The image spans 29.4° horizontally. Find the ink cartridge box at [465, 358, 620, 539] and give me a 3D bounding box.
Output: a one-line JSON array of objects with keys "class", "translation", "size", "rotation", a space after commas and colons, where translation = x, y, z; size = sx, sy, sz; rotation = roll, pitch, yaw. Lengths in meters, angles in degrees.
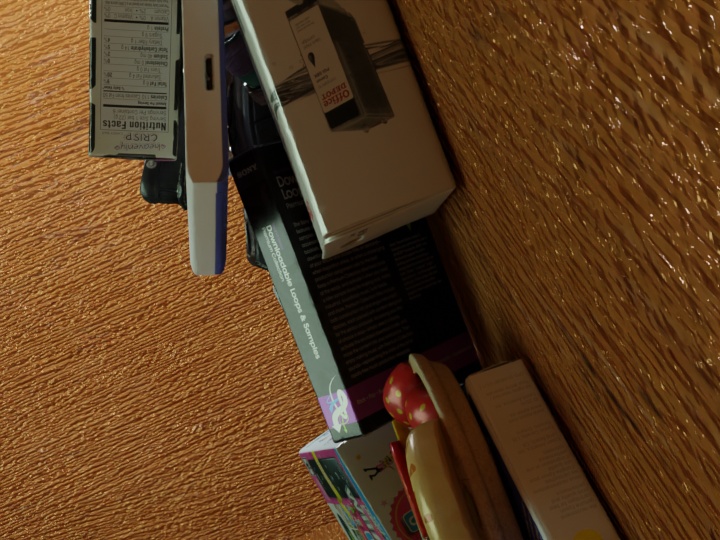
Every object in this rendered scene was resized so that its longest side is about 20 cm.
[{"class": "ink cartridge box", "translation": [0.122, 0.183, 0.757], "size": [0.200, 0.047, 0.198], "rotation": [-116, 7, -46]}]

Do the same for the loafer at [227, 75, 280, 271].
[{"class": "loafer", "translation": [-0.082, -0.092, 1.099], "size": [0.072, 0.063, 0.201], "rotation": [-26, -70, -51]}]

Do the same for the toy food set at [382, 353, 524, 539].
[{"class": "toy food set", "translation": [0.058, 0.146, 0.798], "size": [0.200, 0.048, 0.199], "rotation": [-116, 6, -60]}]

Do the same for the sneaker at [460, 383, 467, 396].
[{"class": "sneaker", "translation": [0.051, 0.090, 1.076], "size": [0.201, 0.071, 0.098], "rotation": [-118, 10, -54]}]

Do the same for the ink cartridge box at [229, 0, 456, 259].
[{"class": "ink cartridge box", "translation": [-0.019, -0.118, 0.823], "size": [0.147, 0.083, 0.201], "rotation": [127, 123, -87]}]

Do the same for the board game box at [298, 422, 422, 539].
[{"class": "board game box", "translation": [0.026, 0.182, 1.045], "size": [0.148, 0.064, 0.200], "rotation": [58, 165, 2]}]

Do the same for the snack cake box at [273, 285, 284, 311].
[{"class": "snack cake box", "translation": [-0.010, 0.028, 1.252], "size": [0.115, 0.067, 0.200], "rotation": [29, 173, 3]}]

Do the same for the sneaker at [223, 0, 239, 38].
[{"class": "sneaker", "translation": [-0.114, -0.225, 1.001], "size": [0.200, 0.078, 0.077], "rotation": [33, 154, 54]}]

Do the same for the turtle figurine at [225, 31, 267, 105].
[{"class": "turtle figurine", "translation": [-0.032, -0.110, 1.037], "size": [0.200, 0.100, 0.150], "rotation": [59, -137, -26]}]

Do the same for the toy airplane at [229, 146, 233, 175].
[{"class": "toy airplane", "translation": [-0.075, -0.114, 1.243], "size": [0.200, 0.141, 0.199], "rotation": [82, 161, -55]}]

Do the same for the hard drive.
[{"class": "hard drive", "translation": [-0.099, -0.086, 0.874], "size": [0.200, 0.025, 0.133], "rotation": [112, 155, -74]}]

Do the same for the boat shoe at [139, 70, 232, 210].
[{"class": "boat shoe", "translation": [-0.135, -0.128, 1.094], "size": [0.200, 0.060, 0.076], "rotation": [-87, -4, -48]}]

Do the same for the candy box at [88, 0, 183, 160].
[{"class": "candy box", "translation": [-0.145, -0.187, 0.904], "size": [0.136, 0.061, 0.201], "rotation": [-105, 19, -66]}]

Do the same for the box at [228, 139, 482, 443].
[{"class": "box", "translation": [0.000, 0.000, 0.936], "size": [0.143, 0.036, 0.201], "rotation": [-20, -89, -49]}]
